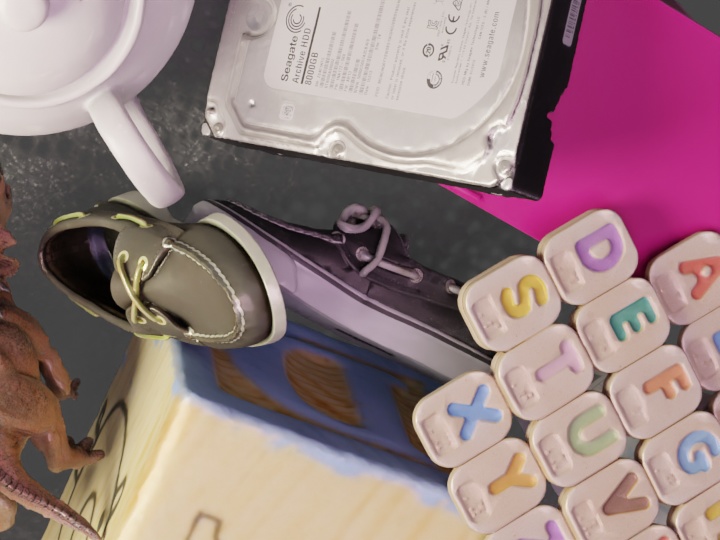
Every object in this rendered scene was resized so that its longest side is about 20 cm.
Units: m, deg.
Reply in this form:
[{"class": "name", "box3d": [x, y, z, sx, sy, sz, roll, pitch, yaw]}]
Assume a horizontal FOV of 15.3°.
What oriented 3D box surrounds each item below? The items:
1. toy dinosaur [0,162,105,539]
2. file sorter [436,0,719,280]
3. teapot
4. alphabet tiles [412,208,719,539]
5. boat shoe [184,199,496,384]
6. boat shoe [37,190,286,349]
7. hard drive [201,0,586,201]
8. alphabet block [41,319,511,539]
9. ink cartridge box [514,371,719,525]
[{"class": "toy dinosaur", "box3d": [-0.197, 0.054, 1.405, 0.086, 0.200, 0.136, -19, 146, -2]}, {"class": "file sorter", "box3d": [0.143, -0.080, 1.446, 0.200, 0.125, 0.139, 29, 103, -18]}, {"class": "teapot", "box3d": [-0.170, -0.147, 1.366, 0.200, 0.146, 0.198, 10, 108, -13]}, {"class": "alphabet tiles", "box3d": [0.132, 0.075, 1.388, 0.195, 0.015, 0.200, -29, 100, -15]}, {"class": "boat shoe", "box3d": [0.001, 0.000, 1.469, 0.199, 0.074, 0.068, 27, 83, -8]}, {"class": "boat shoe", "box3d": [-0.104, 0.005, 1.393, 0.060, 0.202, 0.072, -18, 109, -26]}, {"class": "hard drive", "box3d": [0.017, -0.119, 1.374, 0.038, 0.200, 0.140, 16, 87, -54]}, {"class": "alphabet block", "box3d": [-0.055, 0.150, 1.468, 0.196, 0.195, 0.200, 22, 104, -13]}, {"class": "ink cartridge box", "box3d": [0.179, 0.150, 1.516, 0.047, 0.160, 0.200, -36, 113, -23]}]
